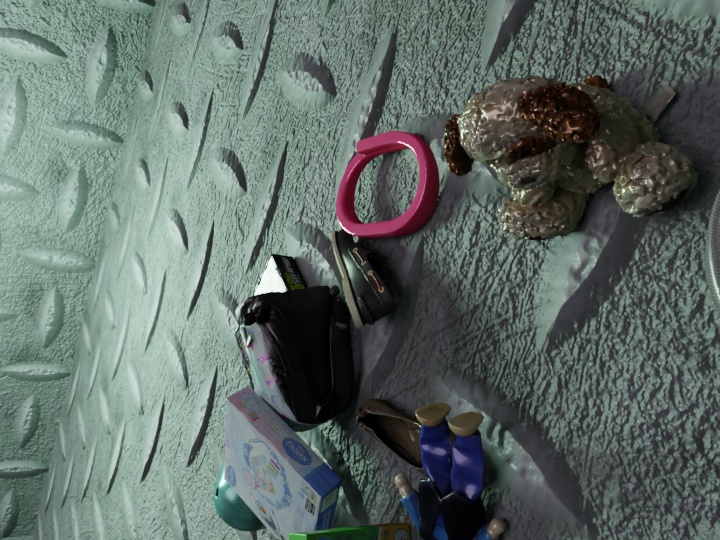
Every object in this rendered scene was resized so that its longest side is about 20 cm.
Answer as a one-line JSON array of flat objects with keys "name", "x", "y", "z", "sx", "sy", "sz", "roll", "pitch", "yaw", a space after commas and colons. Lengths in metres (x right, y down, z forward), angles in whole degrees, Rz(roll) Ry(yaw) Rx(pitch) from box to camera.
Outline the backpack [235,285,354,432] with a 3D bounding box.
[{"name": "backpack", "x": -0.090, "y": 0.133, "z": 0.962, "sx": 0.127, "sy": 0.167, "sz": 0.200, "roll": -36, "pitch": 67, "yaw": 58}]

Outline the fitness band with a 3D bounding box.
[{"name": "fitness band", "x": 0.033, "y": -0.117, "z": 0.910, "sx": 0.200, "sy": 0.037, "sz": 0.144, "roll": -2, "pitch": 81, "yaw": 52}]

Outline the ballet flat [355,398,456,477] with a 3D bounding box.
[{"name": "ballet flat", "x": 0.053, "y": 0.204, "z": 0.803, "sx": 0.200, "sy": 0.046, "sz": 0.067, "roll": 19, "pitch": 99, "yaw": 56}]

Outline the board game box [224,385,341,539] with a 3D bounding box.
[{"name": "board game box", "x": -0.118, "y": 0.297, "z": 0.931, "sx": 0.199, "sy": 0.043, "sz": 0.200, "roll": 37, "pitch": 135, "yaw": 28}]

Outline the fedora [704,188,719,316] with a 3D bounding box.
[{"name": "fedora", "x": 0.319, "y": -0.011, "z": 0.405, "sx": 0.177, "sy": 0.090, "sz": 0.200, "roll": -48, "pitch": 39, "yaw": 38}]

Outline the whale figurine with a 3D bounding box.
[{"name": "whale figurine", "x": -0.198, "y": 0.334, "z": 1.105, "sx": 0.159, "sy": 0.104, "sz": 0.200, "roll": -44, "pitch": 49, "yaw": 43}]

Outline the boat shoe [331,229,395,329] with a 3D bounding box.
[{"name": "boat shoe", "x": 0.001, "y": 0.002, "z": 0.923, "sx": 0.201, "sy": 0.063, "sz": 0.074, "roll": -111, "pitch": -2, "yaw": -54}]

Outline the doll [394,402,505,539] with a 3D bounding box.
[{"name": "doll", "x": 0.091, "y": 0.246, "z": 0.708, "sx": 0.136, "sy": 0.048, "sz": 0.200, "roll": 8, "pitch": 106, "yaw": 37}]

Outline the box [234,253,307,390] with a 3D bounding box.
[{"name": "box", "x": -0.152, "y": 0.097, "z": 1.147, "sx": 0.200, "sy": 0.044, "sz": 0.160, "roll": -62, "pitch": 38, "yaw": 28}]

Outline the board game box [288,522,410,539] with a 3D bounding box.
[{"name": "board game box", "x": -0.006, "y": 0.402, "z": 0.752, "sx": 0.040, "sy": 0.153, "sz": 0.200, "roll": -25, "pitch": 63, "yaw": 50}]

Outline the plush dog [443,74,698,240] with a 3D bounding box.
[{"name": "plush dog", "x": 0.169, "y": -0.122, "z": 0.585, "sx": 0.200, "sy": 0.172, "sz": 0.161, "roll": -13, "pitch": 72, "yaw": 56}]
